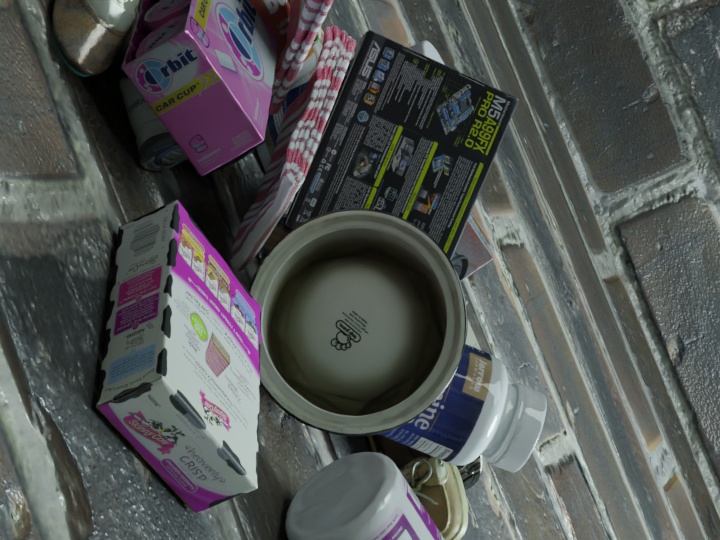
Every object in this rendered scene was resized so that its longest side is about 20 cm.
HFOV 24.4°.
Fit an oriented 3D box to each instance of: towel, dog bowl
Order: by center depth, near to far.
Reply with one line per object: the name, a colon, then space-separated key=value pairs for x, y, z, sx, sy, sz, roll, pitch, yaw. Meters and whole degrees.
towel: x=-0.040 y=-0.247 z=1.480 sx=0.030 sy=0.200 sz=0.147 roll=23 pitch=54 yaw=-7
dog bowl: x=-0.003 y=0.051 z=1.485 sx=0.074 sy=0.198 sz=0.202 roll=75 pitch=-4 yaw=-78
towel: x=-0.065 y=-0.110 z=1.500 sx=0.030 sy=0.147 sz=0.201 roll=25 pitch=50 yaw=-8

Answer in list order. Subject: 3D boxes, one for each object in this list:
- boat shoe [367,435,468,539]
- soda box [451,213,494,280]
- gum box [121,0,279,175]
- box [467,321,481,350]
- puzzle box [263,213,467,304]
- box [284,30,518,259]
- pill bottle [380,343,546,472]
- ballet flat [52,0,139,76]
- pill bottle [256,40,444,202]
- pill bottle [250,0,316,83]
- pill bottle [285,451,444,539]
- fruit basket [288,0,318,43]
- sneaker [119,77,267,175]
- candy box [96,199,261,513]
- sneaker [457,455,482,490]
boat shoe: x=0.042 y=0.182 z=1.648 sx=0.063 sy=0.073 sz=0.201 roll=21 pitch=37 yaw=-58
soda box: x=0.050 y=-0.080 z=1.622 sx=0.201 sy=0.068 sz=0.064 roll=55 pitch=10 yaw=-3
gum box: x=-0.130 y=-0.184 z=1.398 sx=0.114 sy=0.066 sz=0.201 roll=54 pitch=19 yaw=-26
box: x=0.066 y=0.038 z=1.871 sx=0.202 sy=0.081 sz=0.068 roll=68 pitch=18 yaw=-1
puzzle box: x=0.000 y=0.000 z=1.613 sx=0.199 sy=0.026 sz=0.133 roll=28 pitch=12 yaw=14
box: x=0.037 y=-0.101 z=1.561 sx=0.159 sy=0.202 sz=0.044 roll=23 pitch=0 yaw=-6
pill bottle: x=0.072 y=0.118 z=1.585 sx=0.198 sy=0.112 sz=0.111 roll=23 pitch=31 yaw=-10
ballet flat: x=-0.213 y=-0.238 z=1.405 sx=0.068 sy=0.067 sz=0.201 roll=39 pitch=28 yaw=-25
pill bottle: x=-0.004 y=-0.157 z=1.708 sx=0.111 sy=0.198 sz=0.112 roll=54 pitch=21 yaw=-32
pill bottle: x=-0.133 y=-0.262 z=1.603 sx=0.201 sy=0.111 sz=0.112 roll=62 pitch=18 yaw=-15
pill bottle: x=0.027 y=0.263 z=1.421 sx=0.201 sy=0.111 sz=0.113 roll=58 pitch=19 yaw=-24
fruit basket: x=-0.086 y=-0.314 z=1.706 sx=0.201 sy=0.093 sz=0.187 roll=119 pitch=-36 yaw=-53
sneaker: x=-0.146 y=-0.137 z=1.482 sx=0.088 sy=0.074 sz=0.200 roll=65 pitch=16 yaw=10
candy box: x=-0.134 y=0.064 z=1.274 sx=0.137 sy=0.060 sz=0.201 roll=54 pitch=21 yaw=-36
sneaker: x=0.079 y=0.140 z=1.788 sx=0.202 sy=0.078 sz=0.090 roll=66 pitch=14 yaw=-2
